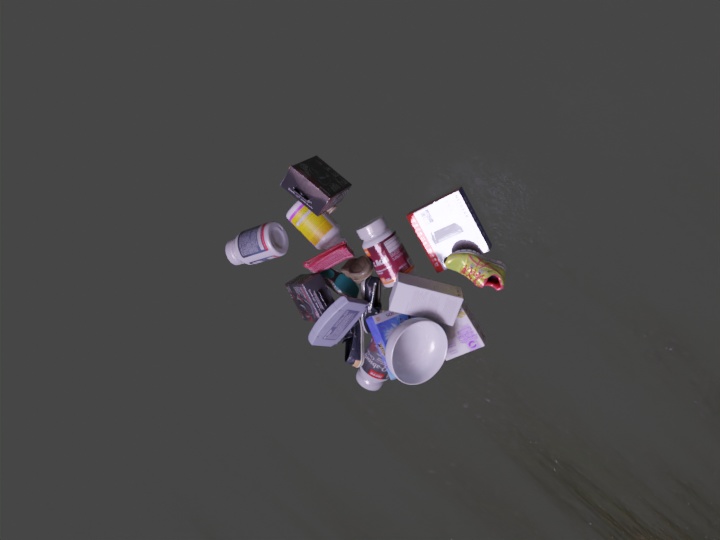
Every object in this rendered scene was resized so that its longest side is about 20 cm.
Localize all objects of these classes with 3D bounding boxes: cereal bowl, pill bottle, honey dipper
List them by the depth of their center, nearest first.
[{"bbox_3d":[0.154,0.226,1.559,0.083,0.199,0.201,31,133,57],"label":"cereal bowl"},{"bbox_3d":[0.076,-0.060,1.630,0.114,0.114,0.201,-25,101,30],"label":"pill bottle"},{"bbox_3d":[-0.155,-0.260,1.687,0.200,0.038,0.038,45,122,1],"label":"honey dipper"},{"bbox_3d":[-0.134,-0.138,1.691,0.200,0.104,0.104,46,121,-1],"label":"pill bottle"},{"bbox_3d":[0.064,0.291,1.746,0.115,0.116,0.201,29,119,9],"label":"pill bottle"},{"bbox_3d":[-0.354,-0.086,1.799,0.199,0.120,0.120,-15,106,27],"label":"pill bottle"}]

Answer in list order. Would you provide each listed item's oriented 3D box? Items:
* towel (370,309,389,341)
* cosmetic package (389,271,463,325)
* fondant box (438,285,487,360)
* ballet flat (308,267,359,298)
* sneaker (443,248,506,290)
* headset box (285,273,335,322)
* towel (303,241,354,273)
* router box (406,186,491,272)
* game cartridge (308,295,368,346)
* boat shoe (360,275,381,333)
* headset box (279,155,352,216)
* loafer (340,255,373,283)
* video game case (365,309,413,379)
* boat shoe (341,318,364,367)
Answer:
[{"bbox_3d":[0.140,0.227,1.776,0.199,0.036,0.149,28,119,11],"label":"towel"},{"bbox_3d":[0.192,0.084,1.572,0.199,0.071,0.102,14,117,-4],"label":"cosmetic package"},{"bbox_3d":[0.286,0.167,1.675,0.144,0.058,0.201,-28,100,30],"label":"fondant box"},{"bbox_3d":[-0.089,0.033,1.781,0.200,0.072,0.072,36,121,7],"label":"ballet flat"},{"bbox_3d":[0.333,0.003,1.520,0.199,0.091,0.078,13,142,-11],"label":"sneaker"},{"bbox_3d":[-0.158,0.090,1.761,0.200,0.075,0.149,-2,117,63],"label":"headset box"},{"bbox_3d":[-0.093,-0.034,1.645,0.144,0.200,0.023,-27,81,3],"label":"towel"},{"bbox_3d":[0.260,-0.118,1.564,0.179,0.049,0.201,-25,101,30],"label":"router box"},{"bbox_3d":[-0.075,0.162,1.693,0.200,0.133,0.041,-50,58,19],"label":"game cartridge"},{"bbox_3d":[0.040,0.116,1.745,0.060,0.076,0.201,5,113,24],"label":"boat shoe"},{"bbox_3d":[-0.133,-0.253,1.584,0.149,0.200,0.077,39,121,2],"label":"headset box"},{"bbox_3d":[0.000,0.000,1.673,0.067,0.200,0.076,40,83,-17],"label":"loafer"},{"bbox_3d":[0.133,0.212,1.656,0.045,0.180,0.201,-35,76,54],"label":"video game case"},{"bbox_3d":[-0.028,0.223,1.765,0.062,0.201,0.075,11,146,-22],"label":"boat shoe"}]
